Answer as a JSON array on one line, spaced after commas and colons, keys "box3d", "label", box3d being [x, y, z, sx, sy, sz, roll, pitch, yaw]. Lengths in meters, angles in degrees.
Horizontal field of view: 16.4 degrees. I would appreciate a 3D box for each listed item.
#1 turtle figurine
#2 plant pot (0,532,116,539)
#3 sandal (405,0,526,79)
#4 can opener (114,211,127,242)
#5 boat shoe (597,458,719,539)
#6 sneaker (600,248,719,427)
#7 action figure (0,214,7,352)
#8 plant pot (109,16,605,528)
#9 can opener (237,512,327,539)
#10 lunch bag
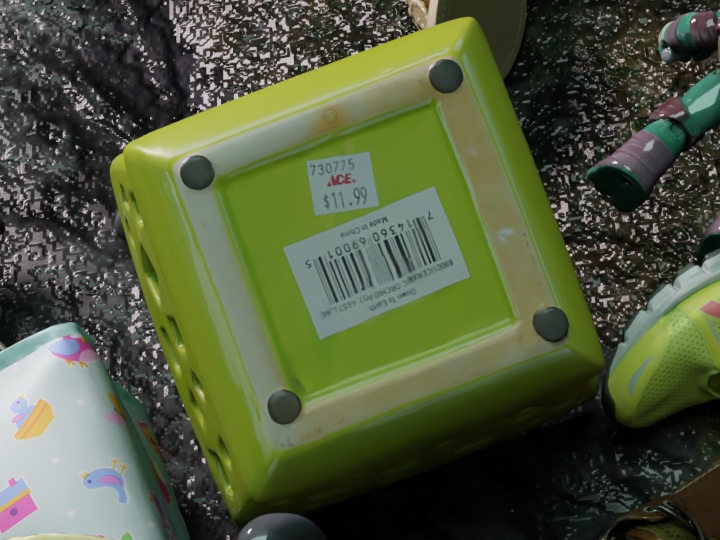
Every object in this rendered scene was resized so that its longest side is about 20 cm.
[{"box3d": [0.213, -0.101, 1.296, 0.149, 0.101, 0.200, 27, 69, 27], "label": "turtle figurine"}, {"box3d": [-0.119, 0.242, 1.053, 0.199, 0.185, 0.201, -6, 54, 8], "label": "plant pot"}, {"box3d": [0.052, -0.176, 1.406, 0.069, 0.078, 0.213, -8, 53, 37], "label": "sandal"}, {"box3d": [-0.036, -0.008, 1.314, 0.199, 0.054, 0.067, 26, 31, 27], "label": "can opener"}, {"box3d": [0.145, 0.141, 1.146, 0.072, 0.068, 0.200, 34, 66, 32], "label": "boat shoe"}, {"box3d": [0.212, 0.032, 1.209, 0.199, 0.078, 0.091, -26, 60, -6], "label": "sneaker"}, {"box3d": [-0.234, 0.000, 1.302, 0.119, 0.102, 0.201, -39, 56, 16], "label": "action figure"}, {"box3d": [0.000, 0.000, 1.160, 0.199, 0.181, 0.200, -20, 87, -4], "label": "plant pot"}, {"box3d": [-0.008, 0.151, 1.090, 0.052, 0.200, 0.067, 3, 76, 13], "label": "can opener"}, {"box3d": [-0.182, 0.147, 1.177, 0.199, 0.122, 0.171, -25, 53, 2], "label": "lunch bag"}]
